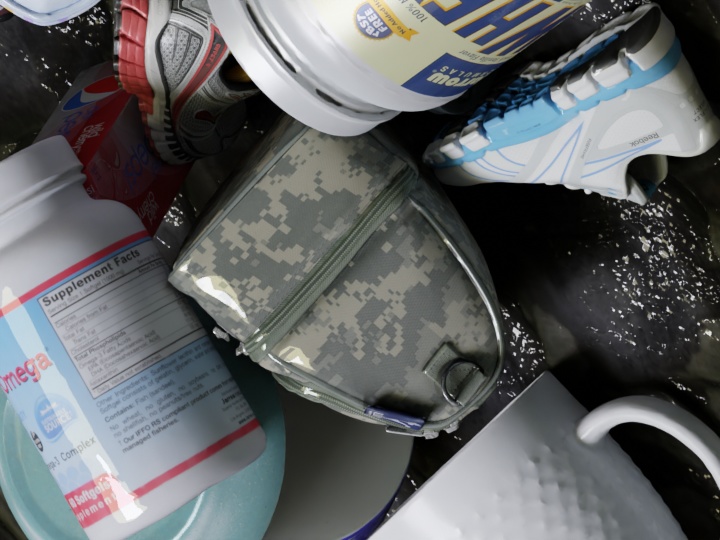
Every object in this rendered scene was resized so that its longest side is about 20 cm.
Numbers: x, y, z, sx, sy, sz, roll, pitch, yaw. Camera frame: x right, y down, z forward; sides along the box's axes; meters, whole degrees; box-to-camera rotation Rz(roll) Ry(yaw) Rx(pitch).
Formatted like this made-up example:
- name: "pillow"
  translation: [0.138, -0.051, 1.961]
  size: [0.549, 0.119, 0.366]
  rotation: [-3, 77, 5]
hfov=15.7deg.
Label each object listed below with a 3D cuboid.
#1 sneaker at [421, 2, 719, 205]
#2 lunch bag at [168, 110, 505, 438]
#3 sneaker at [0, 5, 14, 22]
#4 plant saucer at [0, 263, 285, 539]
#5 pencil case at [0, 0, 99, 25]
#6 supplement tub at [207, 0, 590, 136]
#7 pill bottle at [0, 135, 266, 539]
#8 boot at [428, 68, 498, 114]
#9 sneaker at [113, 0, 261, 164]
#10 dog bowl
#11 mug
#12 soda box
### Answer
- name: "sneaker"
  translation: [0.107, -0.063, 1.323]
  size: [0.087, 0.075, 0.200]
  rotation: [49, 151, -13]
- name: "lunch bag"
  translation: [0.000, 0.000, 1.400]
  size: [0.168, 0.140, 0.200]
  rotation: [40, -174, -6]
- name: "sneaker"
  translation: [-0.218, -0.193, 1.609]
  size: [0.200, 0.075, 0.116]
  rotation: [35, 151, 42]
- name: "plant saucer"
  translation: [-0.137, 0.094, 1.475]
  size: [0.199, 0.036, 0.201]
  rotation: [2, 95, 27]
- name: "pencil case"
  translation: [-0.161, -0.200, 1.416]
  size: [0.083, 0.200, 0.091]
  rotation: [11, 111, -5]
- name: "supplement tub"
  translation: [0.038, -0.163, 1.186]
  size: [0.200, 0.145, 0.145]
  rotation: [-34, 94, 34]
- name: "pill bottle"
  translation: [-0.142, 0.035, 1.378]
  size: [0.201, 0.108, 0.109]
  rotation: [59, 147, 1]
- name: "boot"
  translation: [-0.022, -0.176, 1.363]
  size: [0.168, 0.076, 0.201]
  rotation: [2, 120, 49]
- name: "sneaker"
  translation: [-0.085, -0.110, 1.471]
  size: [0.200, 0.082, 0.078]
  rotation: [64, -155, -77]
- name: "dog bowl"
  translation: [-0.070, 0.099, 1.576]
  size: [0.200, 0.200, 0.079]
  rotation: [44, 146, 11]
- name: "mug"
  translation: [0.127, 0.154, 1.456]
  size: [0.175, 0.148, 0.200]
  rotation: [47, 116, 4]
- name: "soda box"
  translation: [-0.147, -0.062, 1.520]
  size: [0.063, 0.200, 0.070]
  rotation: [-18, 112, 18]
